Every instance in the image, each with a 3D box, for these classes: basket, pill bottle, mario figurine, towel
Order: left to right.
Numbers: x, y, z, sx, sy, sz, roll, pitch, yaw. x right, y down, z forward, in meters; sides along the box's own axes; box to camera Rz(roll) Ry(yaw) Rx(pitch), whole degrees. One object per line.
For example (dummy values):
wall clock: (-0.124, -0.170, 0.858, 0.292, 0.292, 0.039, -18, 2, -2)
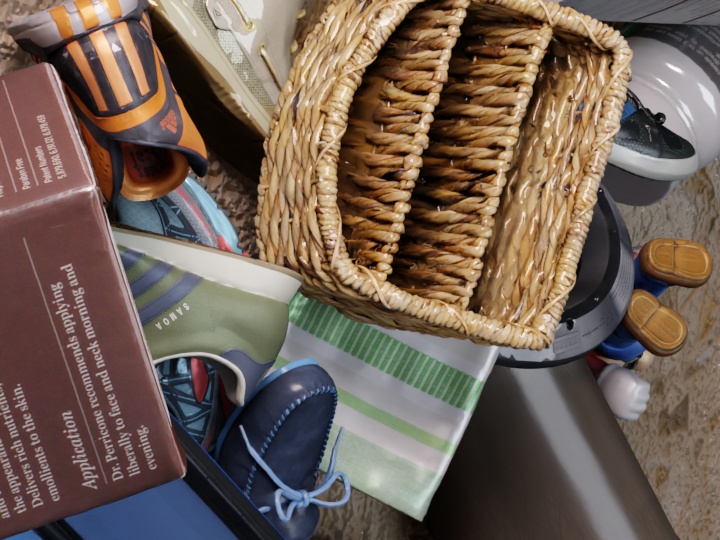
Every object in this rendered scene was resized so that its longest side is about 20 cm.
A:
towel: (0.013, 0.031, 1.588, 0.152, 0.023, 0.200, 26, 86, -6)
basket: (0.043, -0.070, 1.483, 0.143, 0.149, 0.200, 26, 78, -40)
basket: (0.106, 0.120, 1.735, 0.136, 0.180, 0.200, -45, 122, -48)
mario figurine: (0.192, 0.040, 1.799, 0.123, 0.200, 0.106, -28, 87, -20)
pill bottle: (0.233, -0.142, 1.863, 0.200, 0.113, 0.113, -47, 132, -35)

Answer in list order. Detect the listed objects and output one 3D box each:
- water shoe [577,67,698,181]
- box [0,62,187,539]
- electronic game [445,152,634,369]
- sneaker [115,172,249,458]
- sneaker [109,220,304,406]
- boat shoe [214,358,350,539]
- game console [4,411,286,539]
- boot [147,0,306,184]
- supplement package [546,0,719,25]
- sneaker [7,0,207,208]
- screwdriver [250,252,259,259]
water shoe: (0.149, -0.124, 1.717, 0.200, 0.072, 0.079, 23, 103, -18)
box: (-0.208, 0.026, 1.239, 0.200, 0.164, 0.166, -17, 119, -6)
electronic game: (0.086, -0.025, 1.673, 0.200, 0.200, 0.042, -39, 169, -40)
sneaker: (-0.116, 0.033, 1.493, 0.096, 0.079, 0.200, -30, 121, -42)
sneaker: (-0.133, 0.020, 1.423, 0.200, 0.067, 0.090, 15, 90, -20)
boat shoe: (-0.046, 0.137, 1.539, 0.084, 0.069, 0.200, -16, 143, -31)
game console: (-0.148, 0.182, 1.451, 0.200, 0.171, 0.118, 51, 32, -39)
boot: (-0.048, -0.150, 1.537, 0.155, 0.072, 0.200, -56, 132, -22)
supplement package: (0.223, -0.233, 1.750, 0.200, 0.117, 0.117, -1, 84, -25)
sneaker: (-0.132, -0.091, 1.366, 0.078, 0.200, 0.112, -22, 99, 0)
screwdriver: (0.000, 0.000, 1.667, 0.200, 0.028, 0.029, -3, 129, -48)
